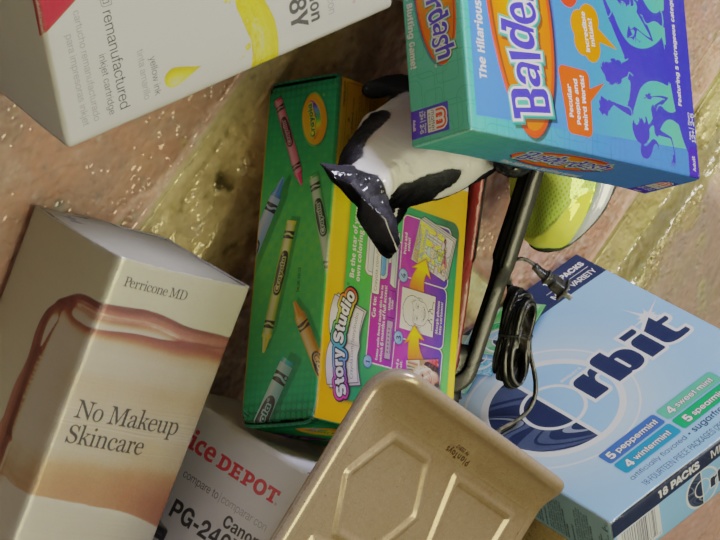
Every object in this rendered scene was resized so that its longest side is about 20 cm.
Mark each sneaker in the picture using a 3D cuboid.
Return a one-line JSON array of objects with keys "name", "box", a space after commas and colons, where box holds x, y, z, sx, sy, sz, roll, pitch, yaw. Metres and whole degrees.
[{"name": "sneaker", "box": [0.105, -0.109, 1.598, 0.090, 0.078, 0.200, -7, 103, -40]}]

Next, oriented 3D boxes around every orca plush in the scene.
[{"name": "orca plush", "box": [0.034, -0.046, 1.451, 0.200, 0.105, 0.071, -62, 172, -62]}]

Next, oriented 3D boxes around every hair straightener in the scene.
[{"name": "hair straightener", "box": [0.090, 0.016, 1.567, 0.077, 0.041, 0.200, 8, 94, -7]}]

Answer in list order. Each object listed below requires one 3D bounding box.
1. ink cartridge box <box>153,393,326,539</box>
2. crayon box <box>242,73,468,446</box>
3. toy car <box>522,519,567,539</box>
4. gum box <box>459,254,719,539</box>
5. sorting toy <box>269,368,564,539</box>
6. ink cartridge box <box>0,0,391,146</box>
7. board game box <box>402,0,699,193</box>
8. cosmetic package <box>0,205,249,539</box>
[{"name": "ink cartridge box", "box": [-0.087, 0.181, 1.505, 0.083, 0.145, 0.200, 21, 95, -46]}, {"name": "crayon box", "box": [0.000, 0.000, 1.506, 0.119, 0.058, 0.200, 17, 73, -46]}, {"name": "toy car", "box": [0.110, 0.189, 1.732, 0.164, 0.158, 0.200, -7, 86, -44]}, {"name": "gum box", "box": [0.146, 0.083, 1.633, 0.170, 0.200, 0.045, -34, 133, -26]}, {"name": "sorting toy", "box": [0.008, 0.164, 1.459, 0.200, 0.036, 0.185, -55, 137, -2]}, {"name": "ink cartridge box", "box": [-0.092, -0.172, 1.328, 0.200, 0.083, 0.145, -26, 128, -24]}, {"name": "board game box", "box": [0.104, -0.131, 1.438, 0.200, 0.045, 0.152, 7, 74, -46]}, {"name": "cosmetic package", "box": [-0.152, 0.078, 1.437, 0.103, 0.087, 0.200, 12, 101, -44]}]
